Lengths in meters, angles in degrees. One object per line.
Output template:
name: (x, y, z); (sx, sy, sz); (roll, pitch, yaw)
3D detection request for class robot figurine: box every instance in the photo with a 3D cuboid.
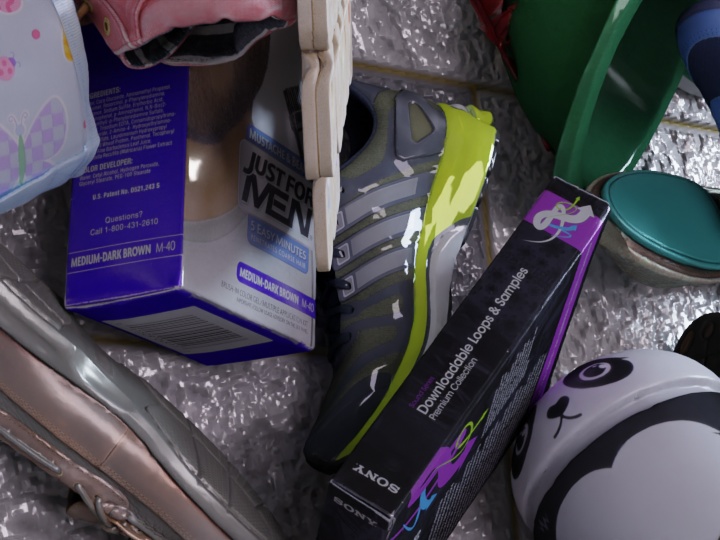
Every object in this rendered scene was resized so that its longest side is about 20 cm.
robot figurine: (0.152, 0.128, 0.900); (0.150, 0.125, 0.200); (-16, 51, -21)

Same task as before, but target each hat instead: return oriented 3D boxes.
hat: (0.074, -0.147, 1.006); (0.175, 0.201, 0.166); (27, 41, 19)

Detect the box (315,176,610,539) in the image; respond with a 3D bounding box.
box: (0.041, 0.070, 0.860); (0.036, 0.143, 0.200); (28, 52, 13)

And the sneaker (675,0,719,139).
sneaker: (0.226, -0.054, 0.992); (0.200, 0.074, 0.082); (49, 54, -20)

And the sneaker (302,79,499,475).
sneaker: (0.000, 0.000, 0.901); (0.081, 0.074, 0.201); (22, 62, -12)

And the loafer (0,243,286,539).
loafer: (-0.113, 0.069, 0.795); (0.063, 0.072, 0.200); (-42, 106, 5)

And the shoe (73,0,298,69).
shoe: (-0.105, -0.123, 0.767); (0.071, 0.199, 0.092); (1, 83, -51)

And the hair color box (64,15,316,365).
hair color box: (-0.069, -0.070, 0.839); (0.109, 0.065, 0.201); (28, 57, -57)

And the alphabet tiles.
alphabet tiles: (-0.013, -0.108, 0.794); (0.015, 0.200, 0.197); (-1, 108, 2)

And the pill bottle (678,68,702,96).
pill bottle: (0.248, -0.175, 1.049); (0.112, 0.200, 0.113); (12, 70, -34)

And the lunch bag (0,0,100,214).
lunch bag: (-0.212, -0.092, 0.720); (0.169, 0.127, 0.200); (-32, 87, -41)

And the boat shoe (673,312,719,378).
boat shoe: (0.253, 0.086, 1.001); (0.074, 0.200, 0.076); (17, 109, -52)

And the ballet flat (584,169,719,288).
ballet flat: (0.180, -0.013, 1.034); (0.199, 0.062, 0.068); (1, 57, -40)
